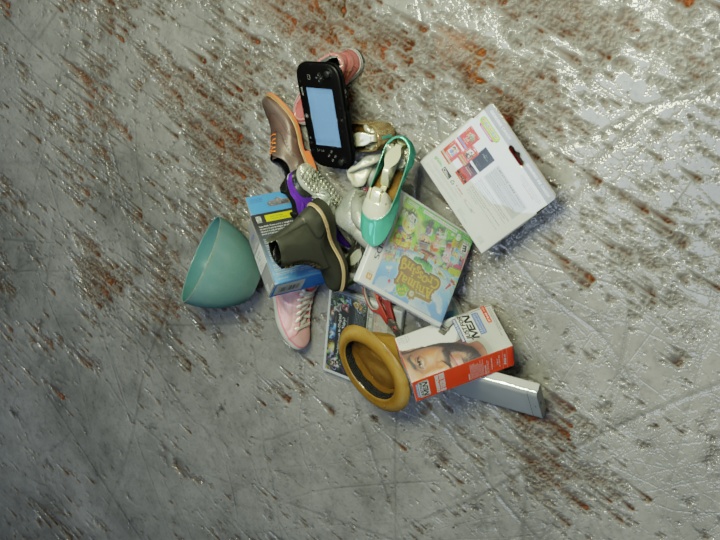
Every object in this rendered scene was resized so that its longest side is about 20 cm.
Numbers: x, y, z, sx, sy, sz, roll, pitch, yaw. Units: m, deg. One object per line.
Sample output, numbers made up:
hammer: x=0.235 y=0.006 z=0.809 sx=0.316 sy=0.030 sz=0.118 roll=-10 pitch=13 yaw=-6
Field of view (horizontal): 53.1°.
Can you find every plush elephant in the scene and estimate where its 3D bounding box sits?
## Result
plush elephant: x=0.026 y=-0.140 z=1.360 sx=0.198 sy=0.165 sz=0.156 roll=36 pitch=107 yaw=0

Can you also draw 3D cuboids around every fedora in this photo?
fedora: x=0.042 y=0.186 z=1.468 sx=0.198 sy=0.081 sz=0.205 roll=29 pitch=134 yaw=34

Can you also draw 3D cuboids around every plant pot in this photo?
plant pot: x=-0.297 y=0.001 z=1.603 sx=0.132 sy=0.203 sz=0.201 roll=24 pitch=125 yaw=-22

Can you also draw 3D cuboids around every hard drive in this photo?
hard drive: x=0.252 y=0.225 z=1.381 sx=0.196 sy=0.027 sz=0.133 roll=13 pitch=155 yaw=27

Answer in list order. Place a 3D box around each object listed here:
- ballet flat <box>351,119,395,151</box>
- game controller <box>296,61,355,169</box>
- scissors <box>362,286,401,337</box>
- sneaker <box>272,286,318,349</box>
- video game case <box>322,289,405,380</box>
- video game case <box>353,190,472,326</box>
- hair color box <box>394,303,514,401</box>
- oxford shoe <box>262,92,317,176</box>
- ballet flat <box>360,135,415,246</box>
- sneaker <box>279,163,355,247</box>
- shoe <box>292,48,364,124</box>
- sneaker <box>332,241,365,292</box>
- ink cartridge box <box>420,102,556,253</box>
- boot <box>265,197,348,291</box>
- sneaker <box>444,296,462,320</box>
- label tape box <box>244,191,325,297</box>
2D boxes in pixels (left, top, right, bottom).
ballet flat: x=-0.028 y=-0.262 z=1.408 sx=0.196 sy=0.065 sz=0.072 roll=-1 pitch=106 yaw=31
game controller: x=-0.064 y=-0.287 z=1.338 sx=0.102 sy=0.042 sz=0.204 roll=8 pitch=124 yaw=27
scissors: x=0.060 y=0.111 z=1.481 sx=0.072 sy=0.014 sz=0.205 roll=-19 pitch=88 yaw=26
sneaker: x=-0.134 y=0.072 z=1.576 sx=0.103 sy=0.075 sz=0.206 roll=-11 pitch=96 yaw=38
video game case: x=0.004 y=0.152 z=1.554 sx=0.178 sy=0.023 sz=0.205 roll=17 pitch=115 yaw=25
video game case: x=0.101 y=-0.023 z=1.309 sx=0.022 sy=0.197 sz=0.186 roll=3 pitch=67 yaw=62
hair color box: x=0.173 y=0.150 z=1.336 sx=0.195 sy=0.112 sz=0.065 roll=-21 pitch=135 yaw=-3
oxford shoe: x=-0.159 y=-0.264 z=1.469 sx=0.204 sy=0.072 sz=0.071 roll=63 pitch=156 yaw=-1
ballet flat: x=0.040 y=-0.145 z=1.243 sx=0.066 sy=0.070 sz=0.204 roll=15 pitch=77 yaw=22
sneaker: x=-0.089 y=-0.121 z=1.463 sx=0.098 sy=0.070 sz=0.201 roll=-24 pitch=117 yaw=33
shoe: x=-0.082 y=-0.353 z=1.395 sx=0.199 sy=0.091 sz=0.072 roll=-37 pitch=87 yaw=34
sneaker: x=0.000 y=0.000 z=1.475 sx=0.199 sy=0.087 sz=0.079 roll=-30 pitch=57 yaw=57
ink cartridge box: x=0.235 y=-0.168 z=1.271 sx=0.174 sy=0.083 sz=0.202 roll=-36 pitch=87 yaw=34
boot: x=-0.104 y=-0.018 z=1.366 sx=0.077 sy=0.137 sz=0.204 roll=21 pitch=138 yaw=45
sneaker: x=0.121 y=0.063 z=1.389 sx=0.079 sy=0.130 sz=0.203 roll=-33 pitch=89 yaw=33
label tape box: x=-0.151 y=-0.061 z=1.490 sx=0.204 sy=0.141 sz=0.064 roll=67 pitch=152 yaw=20
